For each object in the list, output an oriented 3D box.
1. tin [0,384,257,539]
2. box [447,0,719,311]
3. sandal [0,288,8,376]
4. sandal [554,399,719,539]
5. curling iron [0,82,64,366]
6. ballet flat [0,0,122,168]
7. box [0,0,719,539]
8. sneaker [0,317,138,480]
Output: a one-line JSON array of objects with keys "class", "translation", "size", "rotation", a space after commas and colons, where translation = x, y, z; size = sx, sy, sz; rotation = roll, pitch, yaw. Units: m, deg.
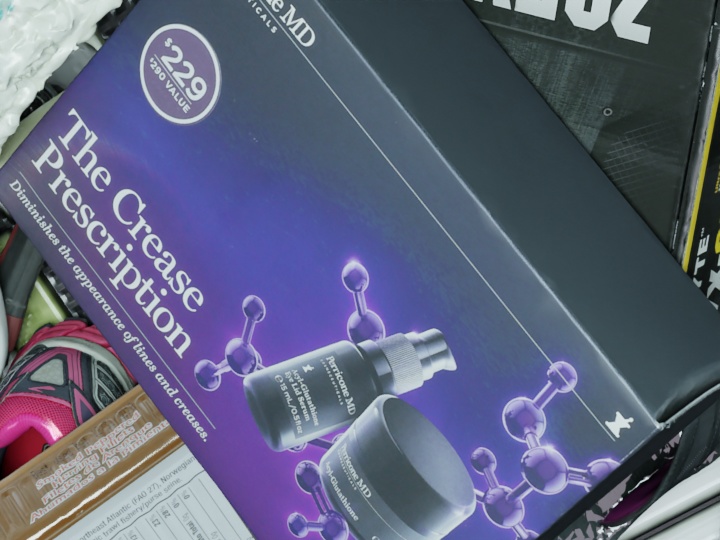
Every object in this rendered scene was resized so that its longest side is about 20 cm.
[{"class": "tin", "translation": [-0.067, 0.099, 0.849], "size": [0.200, 0.042, 0.112], "rotation": [-36, 121, -7]}, {"class": "box", "translation": [0.028, -0.056, 0.792], "size": [0.199, 0.049, 0.160], "rotation": [18, 110, 27]}, {"class": "sandal", "translation": [-0.193, -0.029, 0.838], "size": [0.082, 0.050, 0.203], "rotation": [-21, 110, 20]}, {"class": "sandal", "translation": [0.089, 0.057, 0.847], "size": [0.075, 0.048, 0.201], "rotation": [35, 109, -4]}, {"class": "curling iron", "translation": [-0.141, 0.016, 0.896], "size": [0.050, 0.026, 0.201], "rotation": [33, 119, 26]}, {"class": "ballet flat", "translation": [-0.093, -0.091, 0.791], "size": [0.072, 0.072, 0.200], "rotation": [44, 106, -5]}, {"class": "box", "translation": [0.000, 0.000, 0.751], "size": [0.200, 0.079, 0.141], "rotation": [51, 120, 10]}, {"class": "sneaker", "translation": [-0.122, 0.120, 0.898], "size": [0.080, 0.075, 0.201], "rotation": [8, 110, 9]}]
